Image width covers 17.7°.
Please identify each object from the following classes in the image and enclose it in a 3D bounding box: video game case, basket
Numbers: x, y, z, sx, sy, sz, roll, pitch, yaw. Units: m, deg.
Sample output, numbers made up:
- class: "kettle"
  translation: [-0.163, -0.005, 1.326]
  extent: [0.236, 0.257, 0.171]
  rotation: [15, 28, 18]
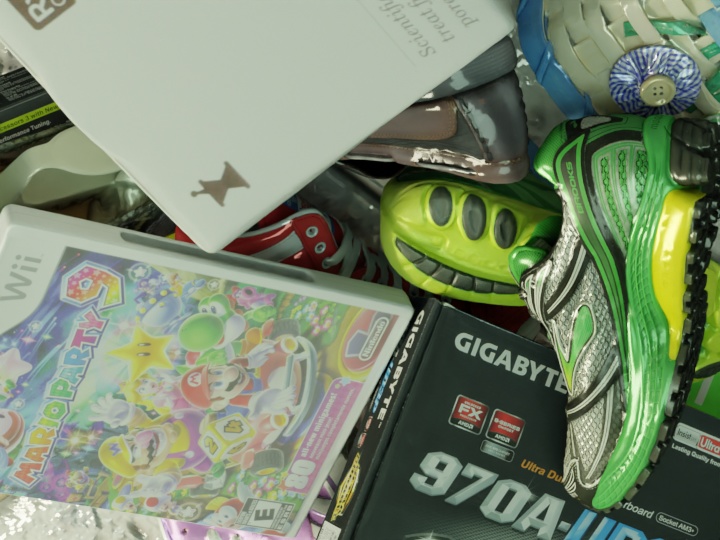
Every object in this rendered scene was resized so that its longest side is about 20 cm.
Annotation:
- class: "video game case"
  translation: [-0.091, 0.051, 1.052]
  extent: [0.200, 0.018, 0.143]
  rotation: [13, 120, -27]
- class: "basket"
  translation: [0.120, -0.105, 1.049]
  extent: [0.176, 0.139, 0.200]
  rotation: [36, 145, -31]

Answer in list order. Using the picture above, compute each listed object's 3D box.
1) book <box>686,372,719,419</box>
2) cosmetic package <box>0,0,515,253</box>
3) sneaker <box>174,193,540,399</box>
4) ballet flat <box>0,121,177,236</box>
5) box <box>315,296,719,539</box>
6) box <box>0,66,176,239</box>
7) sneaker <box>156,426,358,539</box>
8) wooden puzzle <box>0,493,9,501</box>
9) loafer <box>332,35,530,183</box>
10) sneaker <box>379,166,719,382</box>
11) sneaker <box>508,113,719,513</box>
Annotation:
- class: "book"
  translation: [0.155, 0.102, 1.165]
  extent: [0.133, 0.048, 0.200]
  rotation: [24, 85, -10]
- class: "cosmetic package"
  translation: [-0.053, -0.150, 0.975]
  extent: [0.165, 0.200, 0.165]
  rotation: [-36, 115, 16]
- class: "sneaker"
  translation: [0.000, 0.000, 1.117]
  extent: [0.200, 0.071, 0.113]
  rotation: [-10, 116, -24]
- class: "ballet flat"
  translation: [-0.164, -0.030, 1.017]
  extent: [0.200, 0.072, 0.072]
  rotation: [-18, 122, -23]
- class: "box"
  translation: [0.087, 0.121, 1.096]
  extent: [0.200, 0.046, 0.159]
  rotation: [23, 85, -17]
- class: "box"
  translation: [-0.168, -0.005, 1.093]
  extent: [0.200, 0.044, 0.160]
  rotation: [-24, 117, -17]
- class: "sneaker"
  translation: [-0.031, 0.139, 1.168]
  extent: [0.114, 0.073, 0.201]
  rotation: [-41, 70, 11]
- class: "wooden puzzle"
  translation: [-0.290, 0.073, 1.186]
  extent: [0.185, 0.037, 0.200]
  rotation: [-36, 110, 16]
- class: "loafer"
  translation: [0.007, -0.062, 1.037]
  extent: [0.072, 0.200, 0.063]
  rotation: [-26, 102, -28]
- class: "sneaker"
  translation: [0.101, -0.009, 1.105]
  extent: [0.200, 0.084, 0.074]
  rotation: [23, 115, -19]
- class: "sneaker"
  translation: [0.109, 0.017, 1.020]
  extent: [0.085, 0.078, 0.200]
  rotation: [12, 121, 16]
